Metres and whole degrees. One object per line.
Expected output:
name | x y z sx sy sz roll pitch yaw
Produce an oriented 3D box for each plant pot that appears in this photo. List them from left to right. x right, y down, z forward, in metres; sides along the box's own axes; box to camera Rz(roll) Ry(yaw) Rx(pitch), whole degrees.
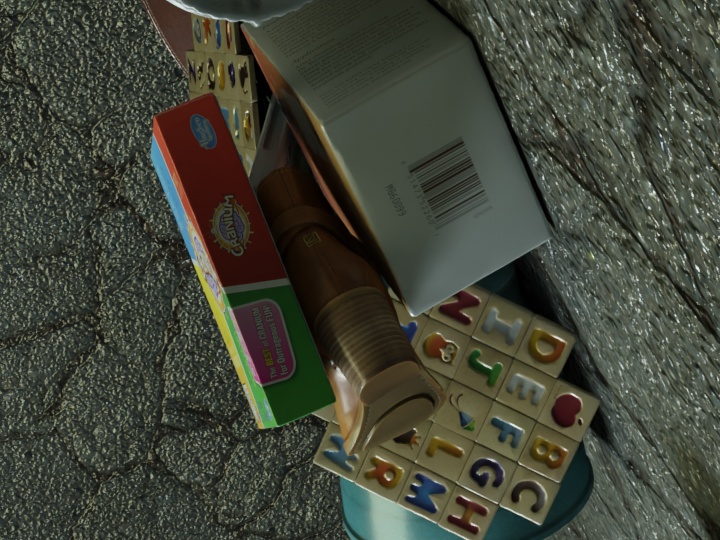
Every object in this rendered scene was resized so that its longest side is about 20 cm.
plant pot | 0.065 0.089 1.375 0.200 0.198 0.190 -127 23 -65

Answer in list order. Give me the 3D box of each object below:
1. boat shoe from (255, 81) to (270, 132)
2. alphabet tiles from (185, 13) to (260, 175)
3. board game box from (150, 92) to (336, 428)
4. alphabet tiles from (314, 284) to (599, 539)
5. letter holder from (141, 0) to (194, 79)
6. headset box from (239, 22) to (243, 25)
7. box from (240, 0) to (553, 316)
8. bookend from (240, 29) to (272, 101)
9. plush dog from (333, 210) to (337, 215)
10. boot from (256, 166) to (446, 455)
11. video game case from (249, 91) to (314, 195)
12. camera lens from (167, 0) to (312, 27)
boat shoe | -0.105 -0.124 1.486 0.066 0.071 0.201 55 -177 -18
alphabet tiles | -0.104 -0.116 1.381 0.200 0.006 0.168 -157 61 -70
board game box | -0.078 0.000 1.154 0.153 0.040 0.202 140 108 -81
alphabet tiles | 0.058 0.091 1.277 0.199 0.168 0.006 26 -168 4
letter holder | -0.149 -0.291 1.721 0.101 0.141 0.201 56 174 51
headset box | -0.080 -0.269 1.332 0.201 0.092 0.174 61 176 6
box | 0.020 -0.093 1.176 0.153 0.106 0.200 63 176 -30
bookend | -0.075 -0.240 1.475 0.200 0.092 0.200 55 173 50
plush dog | -0.035 -0.028 1.578 0.160 0.171 0.201 -28 90 53
boot | -0.016 0.030 1.186 0.156 0.076 0.200 60 179 21
video game case | -0.053 -0.027 1.328 0.183 0.022 0.201 -80 -10 -54
camera lens | -0.088 -0.246 1.090 0.161 0.159 0.200 63 176 -28
